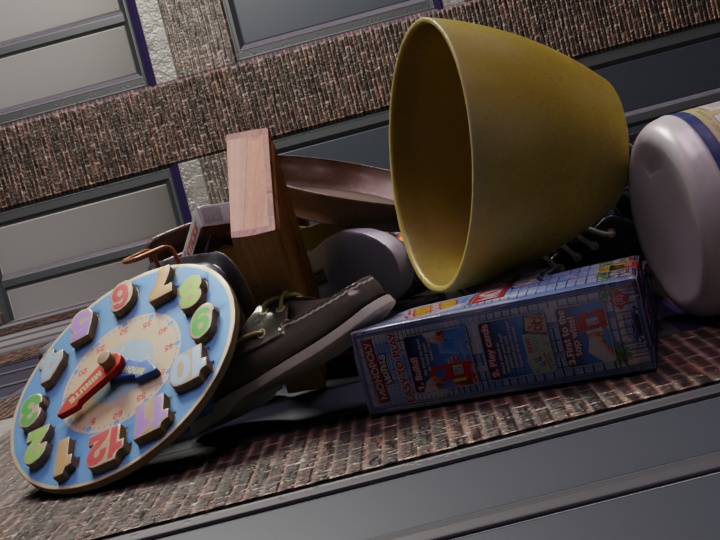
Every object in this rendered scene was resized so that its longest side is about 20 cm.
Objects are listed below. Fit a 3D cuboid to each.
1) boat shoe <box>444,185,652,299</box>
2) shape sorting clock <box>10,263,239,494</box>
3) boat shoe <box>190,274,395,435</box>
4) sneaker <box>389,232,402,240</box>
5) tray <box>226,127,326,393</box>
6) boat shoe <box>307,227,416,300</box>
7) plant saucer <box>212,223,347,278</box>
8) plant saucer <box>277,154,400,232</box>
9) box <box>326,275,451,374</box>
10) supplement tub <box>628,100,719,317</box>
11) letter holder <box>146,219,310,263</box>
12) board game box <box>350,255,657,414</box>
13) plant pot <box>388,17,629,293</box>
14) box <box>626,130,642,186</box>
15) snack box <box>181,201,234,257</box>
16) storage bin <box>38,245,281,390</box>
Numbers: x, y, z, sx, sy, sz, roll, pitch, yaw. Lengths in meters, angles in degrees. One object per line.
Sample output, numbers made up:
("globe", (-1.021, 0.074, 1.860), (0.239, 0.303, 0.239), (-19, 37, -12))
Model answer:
("boat shoe", (0.163, -0.021, 1.157), (0.198, 0.075, 0.093), (-11, -37, -29))
("shape sorting clock", (-0.172, 0.073, 1.037), (0.199, 0.039, 0.201), (-21, 43, 21))
("boat shoe", (-0.061, 0.052, 1.035), (0.201, 0.061, 0.072), (-34, -11, 32))
("sneaker", (0.096, 0.000, 1.451), (0.199, 0.113, 0.078), (16, -56, -36))
("tray", (-0.062, -0.003, 1.103), (0.037, 0.099, 0.201), (-9, -38, 3))
("boat shoe", (0.000, 0.000, 1.225), (0.066, 0.071, 0.200), (-20, -1, -31))
("plant saucer", (-0.067, 0.028, 1.386), (0.198, 0.049, 0.200), (-15, -23, -8))
("plant saucer", (-0.013, -0.066, 1.262), (0.198, 0.032, 0.200), (8, 12, -2))
("box", (0.042, 0.040, 1.253), (0.197, 0.050, 0.199), (-12, 6, 43))
("supplement tub", (0.305, -0.059, 1.020), (0.198, 0.146, 0.144), (-16, 5, -9))
("letter holder", (-0.146, 0.003, 1.692), (0.198, 0.144, 0.101), (-15, 5, -2))
("board game box", (0.102, 0.040, 0.999), (0.198, 0.062, 0.200), (-13, 5, 13))
("plant pot", (0.116, -0.089, 1.079), (0.141, 0.202, 0.200), (-4, 2, -15))
("box", (0.197, -0.071, 1.257), (0.198, 0.044, 0.160), (-17, -9, -18))
("snack box", (-0.133, -0.006, 1.354), (0.071, 0.024, 0.200), (-10, -25, -21))
("storage bin", (-0.179, 0.065, 1.201), (0.134, 0.147, 0.199), (-29, 11, -29))
